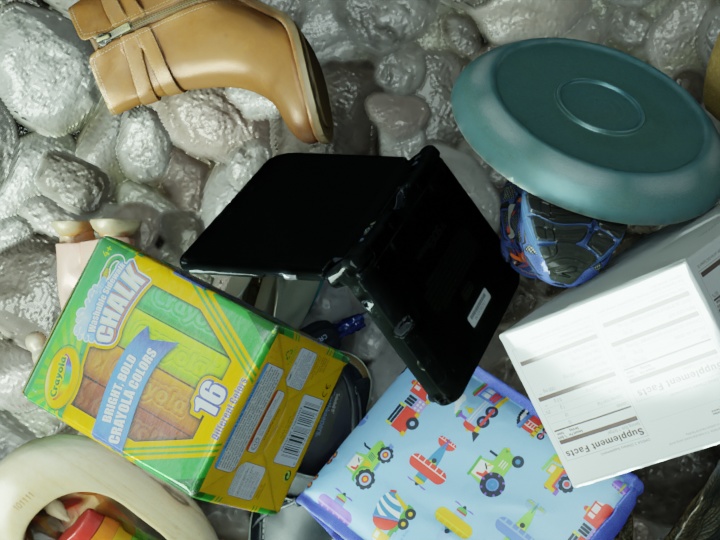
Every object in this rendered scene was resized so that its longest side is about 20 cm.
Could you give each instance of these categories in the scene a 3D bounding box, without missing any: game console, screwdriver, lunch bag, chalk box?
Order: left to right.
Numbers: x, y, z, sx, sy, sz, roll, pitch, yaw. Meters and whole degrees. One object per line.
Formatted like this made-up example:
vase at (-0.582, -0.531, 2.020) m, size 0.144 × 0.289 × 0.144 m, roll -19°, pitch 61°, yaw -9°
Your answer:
chalk box at (-0.133, 0.062, 1.270) m, size 0.199 × 0.124 × 0.125 m, roll 25°, pitch 88°, yaw 27°
game console at (0.000, 0.000, 1.279) m, size 0.116 × 0.200 × 0.176 m, roll -31°, pitch 103°, yaw 29°
screwdriver at (0.016, 0.028, 1.342) m, size 0.199 × 0.028 × 0.029 m, roll -26°, pitch 53°, yaw -13°
lunch bag at (0.083, 0.160, 1.254) m, size 0.151 × 0.094 × 0.200 m, roll -50°, pitch 47°, yaw -10°

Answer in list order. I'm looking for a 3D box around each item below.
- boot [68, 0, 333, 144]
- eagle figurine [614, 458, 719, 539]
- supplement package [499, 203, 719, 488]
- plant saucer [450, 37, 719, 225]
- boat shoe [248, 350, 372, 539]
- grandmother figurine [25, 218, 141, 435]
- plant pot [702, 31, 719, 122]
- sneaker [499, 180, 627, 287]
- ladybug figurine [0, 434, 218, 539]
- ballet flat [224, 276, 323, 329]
boot at (-0.117, -0.152, 1.374) m, size 0.154 × 0.077 × 0.201 m, roll -27°, pitch 79°, yaw 3°
eagle figurine at (0.193, 0.196, 1.292) m, size 0.152 × 0.150 × 0.201 m, roll 42°, pitch 55°, yaw -29°
supplement package at (0.217, 0.033, 1.198) m, size 0.155 × 0.200 × 0.111 m, roll -25°, pitch 93°, yaw 43°
plant saucer at (0.160, -0.104, 1.282) m, size 0.199 × 0.200 × 0.028 m, roll 24°, pitch 128°, yaw 9°
boat shoe at (-0.038, 0.155, 1.346) m, size 0.074 × 0.062 × 0.202 m, roll 14°, pitch 89°, yaw 7°
grandmother figurine at (-0.188, 0.064, 1.380) m, size 0.121 × 0.060 × 0.202 m, roll -2°, pitch 88°, yaw 33°
plant pot at (0.341, -0.116, 1.271) m, size 0.199 × 0.186 × 0.187 m, roll 24°, pitch 89°, yaw 24°
sneaker at (0.132, -0.025, 1.280) m, size 0.075 × 0.200 × 0.079 m, roll 16°, pitch 109°, yaw -3°
ladybug figurine at (-0.179, 0.187, 1.332) m, size 0.136 × 0.072 × 0.200 m, roll -41°, pitch 113°, yaw 10°
ballet flat at (-0.084, 0.059, 1.355) m, size 0.069 × 0.069 × 0.201 m, roll 17°, pitch 83°, yaw 9°
